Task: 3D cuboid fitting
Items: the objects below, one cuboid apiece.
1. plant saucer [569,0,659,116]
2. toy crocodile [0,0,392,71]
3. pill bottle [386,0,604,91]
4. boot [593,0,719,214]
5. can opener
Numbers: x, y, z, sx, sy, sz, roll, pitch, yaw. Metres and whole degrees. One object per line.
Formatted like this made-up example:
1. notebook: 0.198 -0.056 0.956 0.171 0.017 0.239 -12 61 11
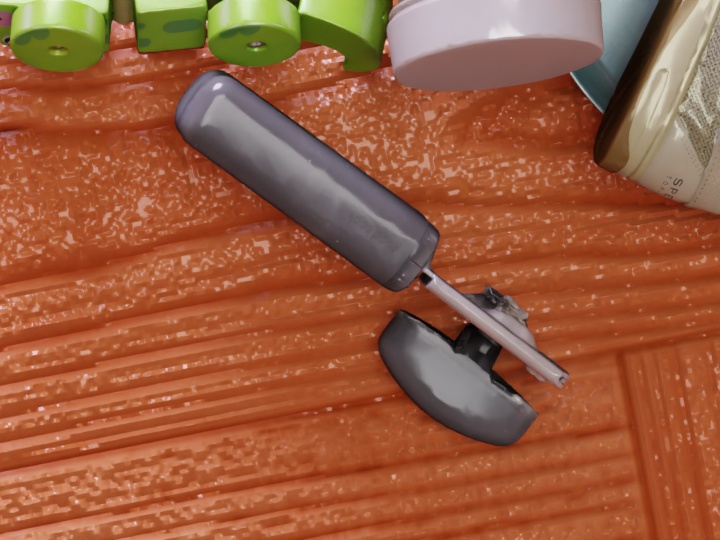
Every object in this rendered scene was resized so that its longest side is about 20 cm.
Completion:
1. plant saucer: 0.169 -0.137 1.178 0.200 0.027 0.200 0 89 -7
2. toy crocodile: -0.085 -0.113 1.132 0.200 0.062 0.068 0 65 -6
3. pill bottle: 0.045 -0.179 1.107 0.112 0.112 0.200 -4 81 -7
4. boot: 0.205 -0.098 1.134 0.155 0.072 0.200 28 91 -5
5. can opener: 0.000 0.000 1.133 0.200 0.053 0.067 36 93 -13
